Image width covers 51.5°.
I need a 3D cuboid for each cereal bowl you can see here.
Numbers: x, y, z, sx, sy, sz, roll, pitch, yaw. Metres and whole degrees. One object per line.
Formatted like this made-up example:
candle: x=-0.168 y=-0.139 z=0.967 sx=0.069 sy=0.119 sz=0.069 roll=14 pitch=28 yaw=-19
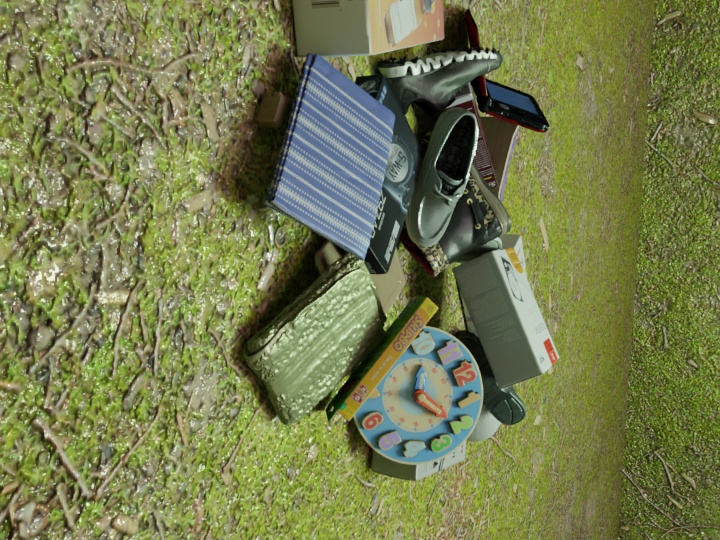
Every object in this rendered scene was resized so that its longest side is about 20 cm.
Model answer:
cereal bowl: x=0.234 y=0.216 z=1.370 sx=0.200 sy=0.082 sz=0.203 roll=6 pitch=90 yaw=-82

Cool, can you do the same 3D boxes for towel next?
towel: x=-0.029 y=-0.130 z=0.847 sx=0.144 sy=0.024 sz=0.203 roll=29 pitch=62 yaw=-34
towel: x=-0.047 y=0.081 z=0.914 sx=0.200 sy=0.036 sz=0.150 roll=-44 pitch=134 yaw=-25

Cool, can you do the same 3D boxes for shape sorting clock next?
shape sorting clock: x=0.083 y=0.181 z=1.081 sx=0.039 sy=0.197 sz=0.203 roll=180 pitch=-81 yaw=-78

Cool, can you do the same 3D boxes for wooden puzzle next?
wooden puzzle: x=0.000 y=0.000 z=1.033 sx=0.201 sy=0.037 sz=0.187 roll=-59 pitch=143 yaw=-42

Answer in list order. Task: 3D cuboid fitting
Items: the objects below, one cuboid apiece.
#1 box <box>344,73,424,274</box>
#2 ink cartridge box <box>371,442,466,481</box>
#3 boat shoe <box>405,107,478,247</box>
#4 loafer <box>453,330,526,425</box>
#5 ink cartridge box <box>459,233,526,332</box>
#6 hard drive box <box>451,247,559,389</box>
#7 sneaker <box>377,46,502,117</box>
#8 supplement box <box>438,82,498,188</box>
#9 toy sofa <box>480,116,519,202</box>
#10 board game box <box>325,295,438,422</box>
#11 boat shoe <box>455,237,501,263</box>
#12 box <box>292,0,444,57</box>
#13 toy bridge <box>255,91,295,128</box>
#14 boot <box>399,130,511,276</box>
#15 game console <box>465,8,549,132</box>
box: x=0.015 y=-0.122 z=0.963 sx=0.161 sy=0.043 sz=0.202 roll=56 pitch=45 yaw=-48
ink cartridge box: x=0.103 y=0.243 z=1.208 sx=0.199 sy=0.085 sz=0.149 roll=6 pitch=89 yaw=-59
boat shoe: x=0.115 y=-0.130 z=1.048 sx=0.072 sy=0.069 sz=0.204 roll=-134 pitch=-121 yaw=-76
loafer: x=0.205 y=0.171 z=1.235 sx=0.201 sy=0.071 sz=0.063 roll=54 pitch=19 yaw=-22
ink cartridge box: x=0.263 y=0.048 z=1.444 sx=0.145 sy=0.083 sz=0.202 roll=-54 pitch=139 yaw=-40
hard drive box: x=0.236 y=0.072 z=1.206 sx=0.155 sy=0.076 sz=0.202 roll=-9 pitch=77 yaw=-66
sneaker: x=0.117 y=-0.269 z=1.074 sx=0.198 sy=0.066 sz=0.092 roll=-16 pitch=112 yaw=-22
supplement box: x=0.166 y=-0.231 z=1.201 sx=0.201 sy=0.060 sz=0.110 roll=60 pitch=19 yaw=-46
toy sofa: x=0.229 y=-0.169 z=1.327 sx=0.083 sy=0.096 sz=0.203 roll=35 pitch=65 yaw=-57
board game box: x=0.024 y=0.118 z=0.982 sx=0.200 sy=0.030 sz=0.096 roll=-49 pitch=-177 yaw=-4
boat shoe: x=0.188 y=-0.055 z=1.255 sx=0.200 sy=0.074 sz=0.061 roll=135 pitch=-43 yaw=-78
box: x=0.013 y=-0.347 z=0.903 sx=0.200 sy=0.105 sz=0.155 roll=-34 pitch=125 yaw=-52
toy bridge: x=-0.055 y=-0.162 z=0.903 sx=0.200 sy=0.027 sz=0.068 roll=36 pitch=64 yaw=-58
boot: x=0.117 y=-0.102 z=1.140 sx=0.150 sy=0.201 sz=0.073 roll=-35 pitch=171 yaw=-10
game console: x=0.236 y=-0.329 z=1.221 sx=0.201 sy=0.170 sz=0.120 roll=-82 pitch=-169 yaw=-62
